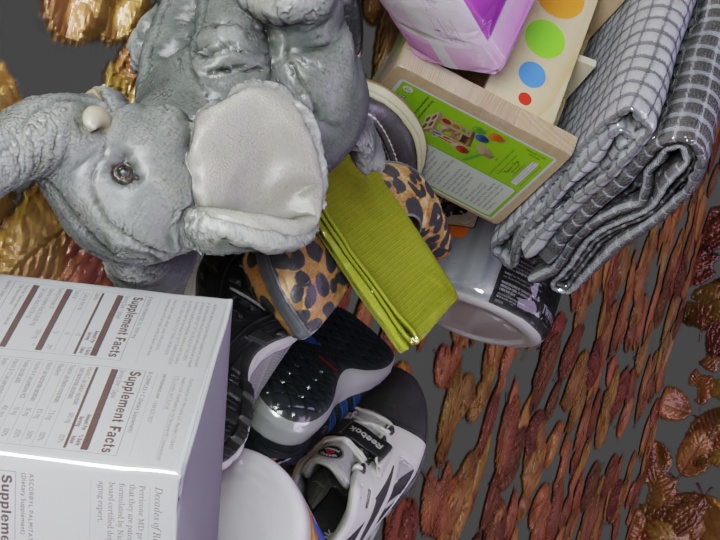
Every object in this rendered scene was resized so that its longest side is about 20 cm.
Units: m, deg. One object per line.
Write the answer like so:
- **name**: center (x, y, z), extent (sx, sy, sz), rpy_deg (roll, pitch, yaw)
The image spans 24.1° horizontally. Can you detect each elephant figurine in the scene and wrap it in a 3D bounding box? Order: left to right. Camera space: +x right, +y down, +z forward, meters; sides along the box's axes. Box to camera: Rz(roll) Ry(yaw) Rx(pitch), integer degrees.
- **elephant figurine**: center (-0.084, -0.049, 0.761), extent (0.142, 0.154, 0.201), rpy_deg (103, 12, -58)

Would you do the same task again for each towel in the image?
- **towel**: center (-0.012, -0.054, 0.931), extent (0.201, 0.018, 0.086), rpy_deg (57, 32, -5)
- **towel**: center (0.174, -0.092, 1.122), extent (0.200, 0.085, 0.166), rpy_deg (-53, -167, 53)

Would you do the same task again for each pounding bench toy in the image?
- **pounding bench toy**: center (0.073, -0.131, 1.144), extent (0.157, 0.124, 0.200), rpy_deg (-68, -171, -25)

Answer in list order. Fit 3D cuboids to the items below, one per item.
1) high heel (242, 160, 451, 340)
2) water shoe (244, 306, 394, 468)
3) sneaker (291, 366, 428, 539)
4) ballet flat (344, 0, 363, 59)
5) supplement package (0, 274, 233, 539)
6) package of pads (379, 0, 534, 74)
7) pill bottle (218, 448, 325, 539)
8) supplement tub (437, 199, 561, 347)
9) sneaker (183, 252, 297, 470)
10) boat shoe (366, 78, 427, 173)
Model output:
- **high heel**: center (0.000, 0.000, 0.985), extent (0.200, 0.071, 0.143), rpy_deg (27, 44, -46)
- **water shoe**: center (-0.043, 0.079, 1.095), extent (0.079, 0.071, 0.200), rpy_deg (-52, 171, 21)
- **sneaker**: center (-0.005, 0.141, 1.203), extent (0.089, 0.074, 0.201), rpy_deg (81, 29, -54)
- **ballet flat**: center (-0.044, -0.171, 0.913), extent (0.057, 0.066, 0.200), rpy_deg (-39, 148, -6)
- **supplement package**: center (-0.122, 0.127, 0.733), extent (0.156, 0.110, 0.201), rpy_deg (-82, 178, -66)
- **package of pads**: center (0.050, -0.199, 0.931), extent (0.121, 0.075, 0.200), rpy_deg (-68, 157, -8)
- **pill bottle**: center (-0.066, 0.193, 1.008), extent (0.200, 0.111, 0.113), rpy_deg (70, 39, -58)
- **supplement tub**: center (0.120, -0.050, 1.350), extent (0.123, 0.122, 0.201), rpy_deg (59, 49, -65)
- **sneaker**: center (-0.084, 0.052, 0.942), extent (0.079, 0.074, 0.200), rpy_deg (-52, -174, 40)
- **boat shoe**: center (0.004, -0.052, 1.092), extent (0.200, 0.073, 0.065), rpy_deg (70, 34, -59)
